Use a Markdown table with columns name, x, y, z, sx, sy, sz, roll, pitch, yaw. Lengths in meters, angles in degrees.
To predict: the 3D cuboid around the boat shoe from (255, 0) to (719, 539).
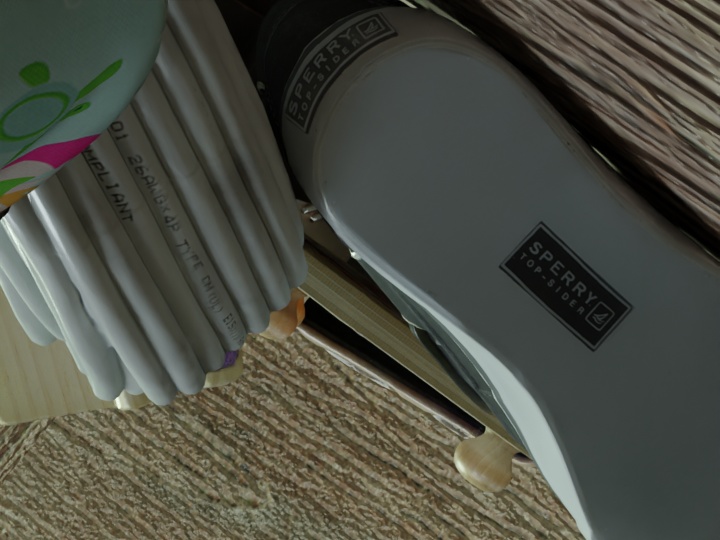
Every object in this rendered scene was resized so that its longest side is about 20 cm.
| name | x | y | z | sx | sy | sz | roll | pitch | yaw |
| --- | --- | --- | --- | --- | --- | --- | --- | --- | --- |
| boat shoe | 0.042 | 0.005 | 0.654 | 0.200 | 0.070 | 0.066 | 42 | -176 | -34 |

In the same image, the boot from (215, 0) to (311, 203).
| name | x | y | z | sx | sy | sz | roll | pitch | yaw |
| --- | --- | --- | --- | --- | --- | --- | --- | --- | --- |
| boot | -0.086 | -0.099 | 0.849 | 0.186 | 0.064 | 0.200 | 43 | -179 | -22 |

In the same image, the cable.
| name | x | y | z | sx | sy | sz | roll | pitch | yaw |
| --- | --- | --- | --- | --- | --- | --- | --- | --- | --- |
| cable | -0.079 | -0.063 | 0.613 | 0.200 | 0.069 | 0.201 | 51 | 170 | 52 |

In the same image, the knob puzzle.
| name | x | y | z | sx | sy | sz | roll | pitch | yaw |
| --- | --- | --- | --- | --- | --- | --- | --- | --- | --- |
| knob puzzle | -0.016 | 0.009 | 0.847 | 0.219 | 0.031 | 0.220 | 37 | -179 | -1 |

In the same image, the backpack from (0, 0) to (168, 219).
| name | x | y | z | sx | sy | sz | roll | pitch | yaw |
| --- | --- | --- | --- | --- | --- | --- | --- | --- | --- |
| backpack | -0.121 | -0.067 | 0.399 | 0.200 | 0.150 | 0.178 | -12 | 105 | 57 |

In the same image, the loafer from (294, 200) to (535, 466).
| name | x | y | z | sx | sy | sz | roll | pitch | yaw |
| --- | --- | --- | --- | --- | --- | --- | --- | --- | --- |
| loafer | 0.000 | 0.000 | 1.004 | 0.199 | 0.072 | 0.063 | 33 | -153 | -14 |

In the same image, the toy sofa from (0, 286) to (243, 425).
| name | x | y | z | sx | sy | sz | roll | pitch | yaw |
| --- | --- | --- | --- | --- | --- | --- | --- | --- | --- |
| toy sofa | -0.089 | -0.024 | 1.115 | 0.200 | 0.097 | 0.083 | -72 | -30 | -63 |
